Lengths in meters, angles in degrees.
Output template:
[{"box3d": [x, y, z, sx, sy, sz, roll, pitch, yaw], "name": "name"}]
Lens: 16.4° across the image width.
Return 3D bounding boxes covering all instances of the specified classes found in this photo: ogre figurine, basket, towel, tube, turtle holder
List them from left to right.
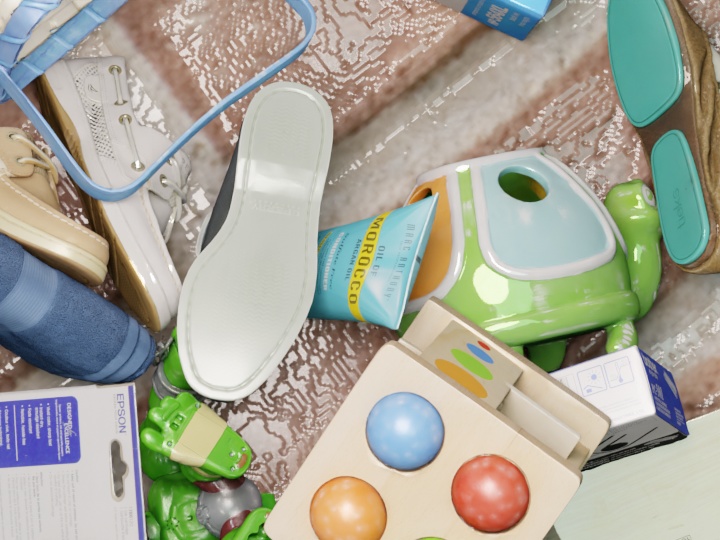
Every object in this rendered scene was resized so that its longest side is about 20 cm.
[{"box3d": [-0.217, 0.006, 1.422, 0.200, 0.112, 0.049, 35, 75, -28], "name": "towel"}, {"box3d": [-0.145, -0.161, 1.439, 0.176, 0.139, 0.200, -40, 82, -24], "name": "basket"}, {"box3d": [-0.090, 0.144, 1.460, 0.098, 0.120, 0.200, -31, 85, -24], "name": "ogre figurine"}, {"box3d": [0.000, 0.000, 1.439, 0.050, 0.200, 0.078, 15, 82, -18], "name": "tube"}, {"box3d": [0.103, -0.005, 1.479, 0.185, 0.141, 0.132, -13, 87, -3], "name": "turtle holder"}]

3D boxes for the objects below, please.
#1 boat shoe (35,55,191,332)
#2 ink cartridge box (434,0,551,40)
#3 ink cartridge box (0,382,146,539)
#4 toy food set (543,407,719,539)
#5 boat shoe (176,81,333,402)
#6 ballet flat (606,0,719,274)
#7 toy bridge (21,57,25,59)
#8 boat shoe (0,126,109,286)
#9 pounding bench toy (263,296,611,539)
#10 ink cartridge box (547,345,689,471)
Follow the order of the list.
[{"box3d": [-0.132, -0.055, 1.470, 0.069, 0.071, 0.200, -17, 58, -14], "name": "boat shoe"}, {"box3d": [0.044, -0.250, 1.515, 0.199, 0.084, 0.147, 24, 86, -3], "name": "ink cartridge box"}, {"box3d": [-0.203, 0.120, 1.459, 0.199, 0.039, 0.100, -5, 86, 27], "name": "ink cartridge box"}, {"box3d": [0.195, 0.167, 1.523, 0.199, 0.060, 0.144, -21, 89, 4], "name": "toy food set"}, {"box3d": [-0.058, -0.009, 1.439, 0.075, 0.060, 0.201, 20, 66, -1], "name": "boat shoe"}, {"box3d": [0.204, -0.090, 1.521, 0.072, 0.068, 0.201, 3, 62, -35], "name": "ballet flat"}, {"box3d": [-0.213, -0.162, 1.522, 0.199, 0.027, 0.067, -30, 90, -6], "name": "toy bridge"}, {"box3d": [-0.213, -0.055, 1.459, 0.200, 0.071, 0.065, 30, 80, 32], "name": "boat shoe"}, {"box3d": [0.023, 0.141, 1.348, 0.124, 0.156, 0.200, 35, 105, 5], "name": "pounding bench toy"}, {"box3d": [0.084, 0.101, 1.461, 0.199, 0.094, 0.044, -19, 73, 15], "name": "ink cartridge box"}]
